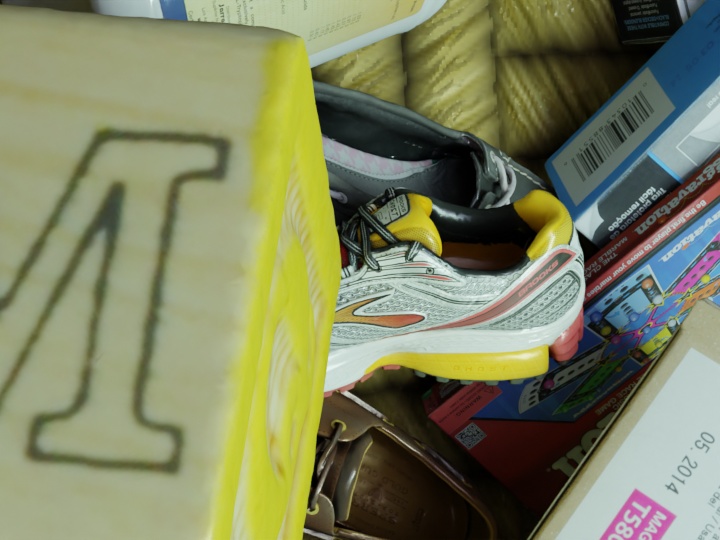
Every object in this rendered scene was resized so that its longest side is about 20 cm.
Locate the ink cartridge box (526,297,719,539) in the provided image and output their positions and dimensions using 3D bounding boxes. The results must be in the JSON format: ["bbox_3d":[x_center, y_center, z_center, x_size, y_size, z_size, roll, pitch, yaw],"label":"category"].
[{"bbox_3d":[0.126,0.137,0.823,0.201,0.075,0.165,-52,157,-13],"label":"ink cartridge box"}]

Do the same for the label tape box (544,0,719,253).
[{"bbox_3d":[0.210,-0.032,0.913,0.199,0.063,0.144,36,108,-27],"label":"label tape box"}]

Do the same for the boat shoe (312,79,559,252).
[{"bbox_3d":[0.022,-0.039,0.859,0.198,0.057,0.067,14,62,-25],"label":"boat shoe"}]

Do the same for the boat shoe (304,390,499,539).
[{"bbox_3d":[-0.021,0.081,0.848,0.199,0.067,0.073,28,81,-24],"label":"boat shoe"}]

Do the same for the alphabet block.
[{"bbox_3d":[-0.121,0.034,0.667,0.198,0.196,0.198,6,68,7],"label":"alphabet block"}]

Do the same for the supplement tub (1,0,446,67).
[{"bbox_3d":[-0.044,-0.151,0.782,0.199,0.144,0.146,-24,103,-23],"label":"supplement tub"}]

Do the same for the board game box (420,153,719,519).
[{"bbox_3d":[0.135,0.031,0.887,0.200,0.019,0.103,-40,122,12],"label":"board game box"}]

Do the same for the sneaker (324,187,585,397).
[{"bbox_3d":[0.000,0.000,0.815,0.198,0.078,0.083,-6,129,-9],"label":"sneaker"}]

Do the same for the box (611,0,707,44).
[{"bbox_3d":[0.163,-0.223,0.924,0.116,0.060,0.202,-20,101,-23],"label":"box"}]
